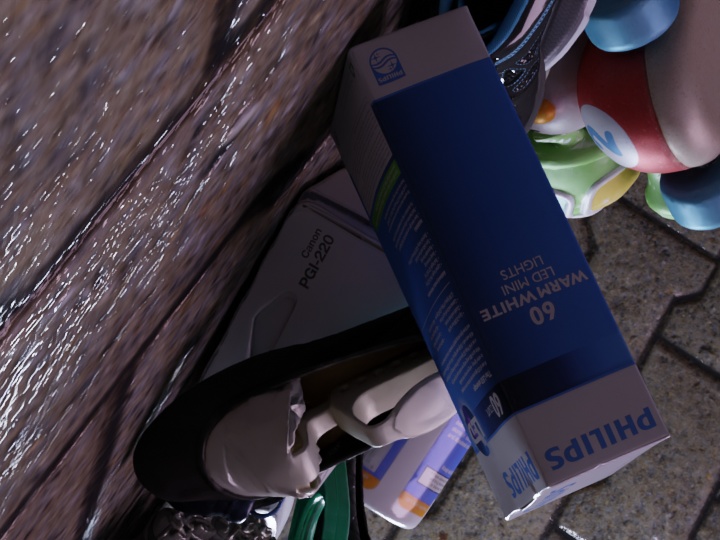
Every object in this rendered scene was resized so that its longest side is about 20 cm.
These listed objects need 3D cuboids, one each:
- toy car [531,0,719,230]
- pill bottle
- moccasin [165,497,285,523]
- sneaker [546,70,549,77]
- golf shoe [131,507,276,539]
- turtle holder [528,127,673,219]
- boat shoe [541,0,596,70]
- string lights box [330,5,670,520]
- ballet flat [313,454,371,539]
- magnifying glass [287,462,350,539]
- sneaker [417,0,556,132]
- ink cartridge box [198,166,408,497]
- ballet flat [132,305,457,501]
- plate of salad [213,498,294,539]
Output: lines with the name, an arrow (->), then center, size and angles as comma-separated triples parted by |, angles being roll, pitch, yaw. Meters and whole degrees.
toy car -> 0.147, -0.130, 1.130 | 0.199, 0.185, 0.177 | -10, -140, 31
pill bottle -> 0.047, 0.076, 1.234 | 0.200, 0.112, 0.112 | -56, 176, -3
moccasin -> -0.068, 0.116, 1.008 | 0.081, 0.068, 0.200 | -60, 172, 16
sneaker -> 0.059, -0.070, 1.077 | 0.084, 0.075, 0.201 | -30, 139, -43
golf shoe -> -0.104, 0.198, 1.062 | 0.097, 0.078, 0.200 | -35, 153, 12
turtle holder -> 0.171, -0.108, 1.299 | 0.132, 0.185, 0.141 | 71, 27, -48
boat shoe -> 0.111, -0.182, 0.888 | 0.071, 0.072, 0.200 | -44, 165, -54
string lights box -> 0.054, 0.000, 0.738 | 0.059, 0.201, 0.103 | -22, 168, -11
ballet flat -> -0.001, 0.118, 1.145 | 0.066, 0.057, 0.201 | 27, 70, -79
magnifying glass -> -0.022, 0.121, 1.065 | 0.080, 0.022, 0.201 | 127, -28, -55
sneaker -> 0.053, -0.115, 0.811 | 0.082, 0.073, 0.200 | -49, 161, -43
ink cartridge box -> -0.006, 0.020, 0.940 | 0.146, 0.085, 0.200 | -61, 173, 16
ballet flat -> -0.016, 0.065, 0.805 | 0.199, 0.068, 0.068 | -25, -155, 1
plate of salad -> -0.123, 0.200, 1.152 | 0.200, 0.048, 0.200 | -38, 154, -23
